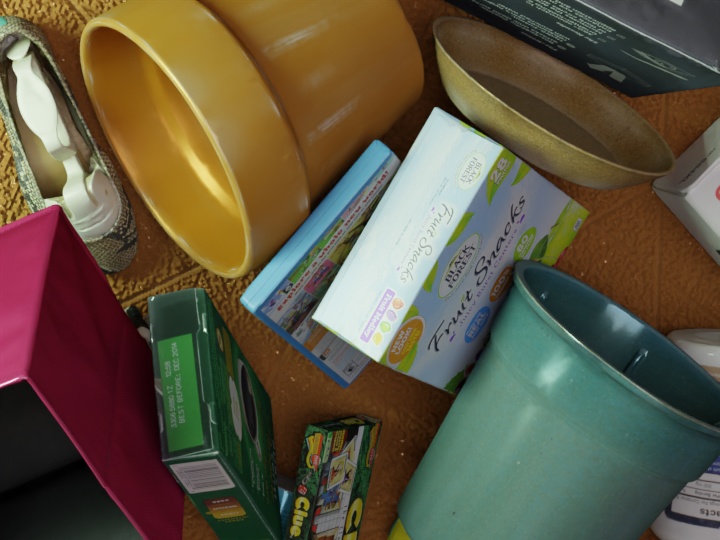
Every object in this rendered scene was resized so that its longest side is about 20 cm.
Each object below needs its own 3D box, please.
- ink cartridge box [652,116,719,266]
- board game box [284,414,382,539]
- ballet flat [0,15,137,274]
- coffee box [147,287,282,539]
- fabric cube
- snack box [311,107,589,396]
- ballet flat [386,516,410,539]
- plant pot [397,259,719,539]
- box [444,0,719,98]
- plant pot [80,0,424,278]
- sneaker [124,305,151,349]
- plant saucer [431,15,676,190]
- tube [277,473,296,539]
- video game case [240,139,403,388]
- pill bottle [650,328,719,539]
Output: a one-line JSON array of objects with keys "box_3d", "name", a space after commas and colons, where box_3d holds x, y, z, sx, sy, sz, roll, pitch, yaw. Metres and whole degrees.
[{"box_3d": [0.341, -0.040, 1.650, 0.146, 0.084, 0.200, -43, 103, -3], "name": "ink cartridge box"}, {"box_3d": [-0.030, 0.208, 1.604, 0.023, 0.105, 0.202, 13, 97, 19], "name": "board game box"}, {"box_3d": [-0.213, -0.083, 1.534, 0.067, 0.075, 0.201, -25, 102, -8], "name": "ballet flat"}, {"box_3d": [-0.098, 0.109, 1.508, 0.044, 0.200, 0.124, -11, 65, 7], "name": "coffee box"}, {"box_3d": [-0.242, 0.117, 1.445, 0.195, 0.200, 0.201, -24, 120, 13], "name": "fabric cube"}, {"box_3d": [0.068, -0.005, 1.543, 0.067, 0.200, 0.170, 32, 93, 27], "name": "snack box"}, {"box_3d": [0.099, 0.248, 1.660, 0.200, 0.067, 0.067, 43, 109, -11], "name": "ballet flat"}, {"box_3d": [0.137, 0.131, 1.538, 0.199, 0.200, 0.197, 31, 103, -14], "name": "plant pot"}, {"box_3d": [0.165, -0.217, 1.525, 0.195, 0.200, 0.118, 25, 85, -14], "name": "box"}, {"box_3d": [-0.063, -0.126, 1.511, 0.183, 0.200, 0.201, -33, 104, -21], "name": "plant pot"}, {"box_3d": [-0.218, 0.057, 1.559, 0.198, 0.075, 0.082, 15, 104, -13], "name": "sneaker"}, {"box_3d": [0.129, -0.111, 1.547, 0.199, 0.201, 0.036, 26, 111, -14], "name": "plant saucer"}, {"box_3d": [-0.086, 0.251, 1.622, 0.077, 0.050, 0.202, 17, 95, -36], "name": "tube"}, {"box_3d": [0.000, 0.000, 1.545, 0.018, 0.200, 0.143, 40, 88, 25], "name": "video game case"}, {"box_3d": [0.275, 0.150, 1.650, 0.110, 0.111, 0.202, 3, 97, -12], "name": "pill bottle"}]
